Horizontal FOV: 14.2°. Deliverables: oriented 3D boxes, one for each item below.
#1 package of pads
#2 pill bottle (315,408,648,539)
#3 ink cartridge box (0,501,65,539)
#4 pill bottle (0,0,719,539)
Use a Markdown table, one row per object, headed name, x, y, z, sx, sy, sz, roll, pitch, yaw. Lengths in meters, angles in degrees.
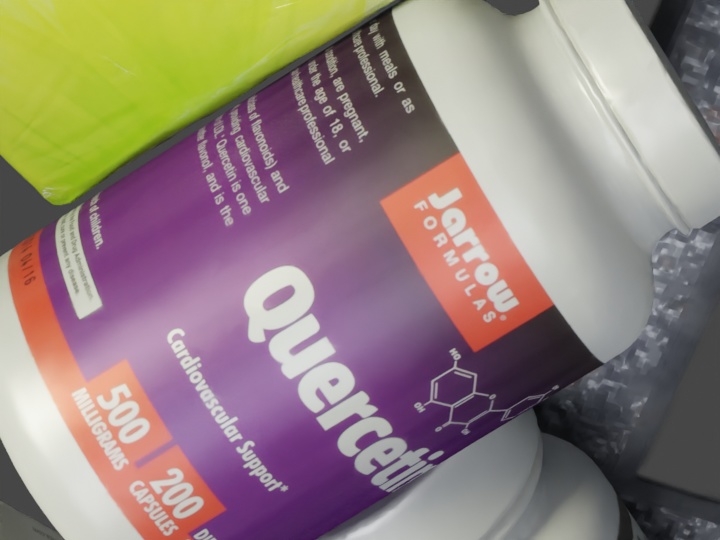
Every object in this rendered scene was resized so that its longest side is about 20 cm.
| name | x | y | z | sx | sy | sz | roll | pitch | yaw |
| --- | --- | --- | --- | --- | --- | --- | --- | --- | --- |
| package of pads | -0.051 | -0.121 | 0.757 | 0.199 | 0.068 | 0.155 | -31 | 120 | 23 |
| pill bottle | 0.047 | 0.123 | 0.884 | 0.113 | 0.114 | 0.200 | -25 | 117 | 20 |
| ink cartridge box | -0.084 | 0.164 | 0.845 | 0.050 | 0.201 | 0.161 | -33 | 139 | 19 |
| pill bottle | 0.000 | 0.000 | 0.786 | 0.199 | 0.113 | 0.113 | -32 | 115 | 9 |
